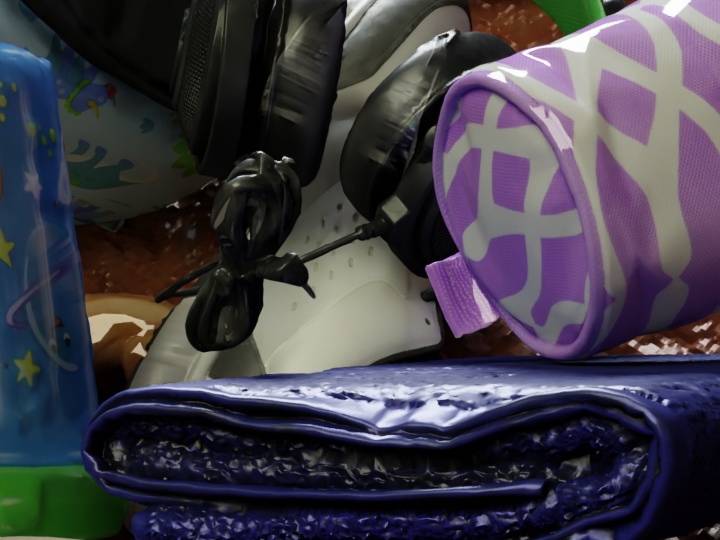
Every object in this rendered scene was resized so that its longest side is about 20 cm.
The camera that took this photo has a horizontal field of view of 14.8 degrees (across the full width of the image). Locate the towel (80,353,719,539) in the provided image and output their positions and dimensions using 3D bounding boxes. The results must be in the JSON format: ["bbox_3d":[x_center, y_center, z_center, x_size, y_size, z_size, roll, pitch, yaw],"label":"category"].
[{"bbox_3d":[0.046,0.048,0.672,0.147,0.200,0.050,0,91,29],"label":"towel"}]

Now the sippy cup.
[{"bbox_3d":[-0.130,0.005,0.736,0.178,0.139,0.131,172,99,-73],"label":"sippy cup"}]

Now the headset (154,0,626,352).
[{"bbox_3d":[0.003,-0.052,0.761,0.123,0.094,0.200,25,48,9],"label":"headset"}]

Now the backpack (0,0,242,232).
[{"bbox_3d":[-0.116,-0.085,0.905,0.200,0.163,0.154,14,76,47],"label":"backpack"}]

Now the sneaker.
[{"bbox_3d":[0.000,0.000,0.825,0.080,0.074,0.201,12,64,22],"label":"sneaker"}]

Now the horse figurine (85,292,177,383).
[{"bbox_3d":[-0.152,0.048,0.882,0.199,0.050,0.133,12,67,35],"label":"horse figurine"}]

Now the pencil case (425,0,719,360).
[{"bbox_3d":[0.116,-0.041,0.713,0.199,0.085,0.084,-17,79,-22],"label":"pencil case"}]

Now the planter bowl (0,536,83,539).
[{"bbox_3d":[-0.081,0.147,0.664,0.200,0.201,0.135,-32,17,3],"label":"planter bowl"}]
